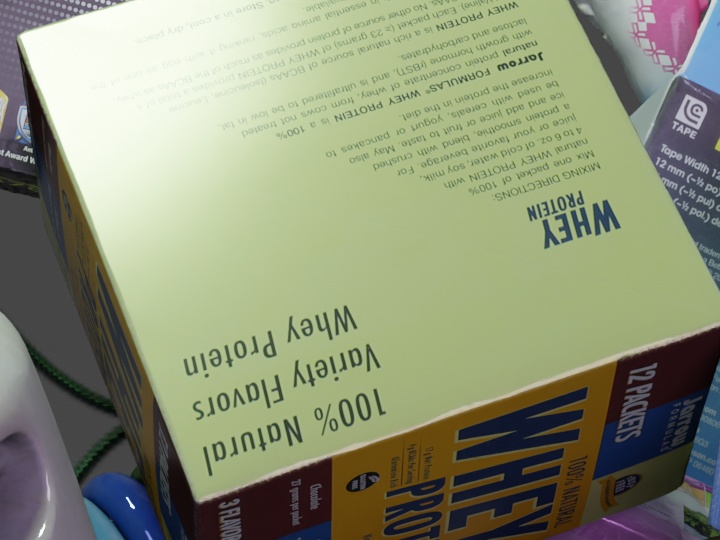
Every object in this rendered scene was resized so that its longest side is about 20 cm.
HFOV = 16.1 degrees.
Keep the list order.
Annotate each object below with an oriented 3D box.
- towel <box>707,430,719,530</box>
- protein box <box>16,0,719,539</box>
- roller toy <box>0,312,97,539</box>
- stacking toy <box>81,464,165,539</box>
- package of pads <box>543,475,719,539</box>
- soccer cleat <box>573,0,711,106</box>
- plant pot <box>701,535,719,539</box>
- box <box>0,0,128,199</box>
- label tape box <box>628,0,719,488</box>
[{"bbox_3d":[0.151,0.021,0.949,0.024,0.200,0.148,7,93,9],"label":"towel"},{"bbox_3d":[0.000,0.000,0.941,0.198,0.135,0.201,-18,61,-12],"label":"protein box"},{"bbox_3d":[-0.187,0.089,0.864,0.182,0.200,0.140,-18,116,-2],"label":"roller toy"},{"bbox_3d":[-0.068,0.099,1.020,0.200,0.085,0.086,-31,88,-24],"label":"stacking toy"},{"bbox_3d":[0.132,0.154,1.037,0.199,0.076,0.121,26,113,-8],"label":"package of pads"},{"bbox_3d":[0.099,-0.149,1.122,0.086,0.070,0.201,-12,79,-3],"label":"soccer cleat"},{"bbox_3d":[0.099,0.180,0.895,0.200,0.187,0.188,-34,89,-34],"label":"plant pot"},{"bbox_3d":[-0.095,-0.120,1.068,0.199,0.048,0.194,16,79,-11],"label":"box"},{"bbox_3d":[0.163,0.002,1.077,0.143,0.066,0.201,25,89,-8],"label":"label tape box"}]
